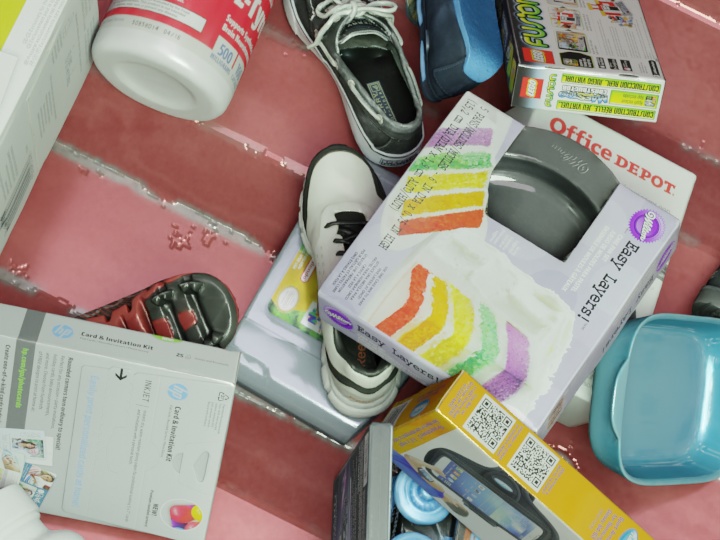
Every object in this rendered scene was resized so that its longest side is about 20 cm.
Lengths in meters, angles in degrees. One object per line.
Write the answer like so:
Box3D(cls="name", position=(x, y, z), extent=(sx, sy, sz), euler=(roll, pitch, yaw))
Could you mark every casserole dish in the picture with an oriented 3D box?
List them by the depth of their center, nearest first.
Box3D(cls="casserole dish", position=(0.220, 0.091, 1.531), extent=(0.039, 0.199, 0.122), euler=(6, 91, 37))

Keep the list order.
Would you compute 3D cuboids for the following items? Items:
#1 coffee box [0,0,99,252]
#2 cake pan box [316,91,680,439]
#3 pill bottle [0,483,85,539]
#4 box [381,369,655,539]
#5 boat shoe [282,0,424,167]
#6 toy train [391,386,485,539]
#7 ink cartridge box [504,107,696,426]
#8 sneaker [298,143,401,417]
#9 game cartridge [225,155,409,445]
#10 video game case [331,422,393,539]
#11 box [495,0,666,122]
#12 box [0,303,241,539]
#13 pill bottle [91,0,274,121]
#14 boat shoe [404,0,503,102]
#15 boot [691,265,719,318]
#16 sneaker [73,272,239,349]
Box3D(cls="coffee box", position=(-0.314, -0.148, 1.506), extent=(0.196, 0.200, 0.201), euler=(23, 73, 0))
Box3D(cls="cake pan box", position=(0.098, -0.003, 1.464), extent=(0.184, 0.052, 0.200), euler=(34, 70, 13))
Box3D(cls="pill bottle", position=(-0.206, 0.251, 1.449), extent=(0.116, 0.116, 0.200), euler=(-40, 81, -15))
Box3D(cls="box", position=(0.109, 0.156, 1.435), extent=(0.200, 0.119, 0.042), euler=(43, 64, -6))
Box3D(cls="boat shoe", position=(-0.005, -0.176, 1.610), extent=(0.073, 0.068, 0.201), euler=(-14, 66, -13))
Box3D(cls="toy train", position=(0.070, 0.173, 1.525), extent=(0.113, 0.087, 0.202), euler=(16, 70, -12))
Box3D(cls="ink cartridge box", position=(0.145, -0.008, 1.566), extent=(0.143, 0.084, 0.201), euler=(26, 71, -16))
Box3D(cls="sneaker", position=(0.000, 0.000, 1.531), extent=(0.073, 0.080, 0.202), euler=(-7, 74, -7))
Box3D(cls="game cartridge", position=(-0.004, 0.021, 1.582), extent=(0.133, 0.040, 0.201), euler=(30, 73, -2))
Box3D(cls="video game case", position=(-0.002, 0.194, 1.445), extent=(0.019, 0.200, 0.144), euler=(4, 74, -6))
Box3D(cls="box", position=(0.160, -0.177, 1.592), extent=(0.109, 0.035, 0.201), euler=(6, 31, -4))
Box3D(cls="box", position=(-0.192, 0.106, 1.476), extent=(0.198, 0.157, 0.041), euler=(12, 37, -2))
Box3D(cls="pill bottle", position=(-0.115, -0.224, 1.597), extent=(0.111, 0.112, 0.201), euler=(22, 73, 0))
Box3D(cls="boat shoe", position=(0.058, -0.210, 1.614), extent=(0.084, 0.068, 0.201), euler=(39, 33, -27))
Box3D(cls="boot", position=(0.367, -0.010, 1.625), extent=(0.164, 0.066, 0.201), euler=(34, 69, 1))
Box3D(cls="sneaker", position=(-0.173, 0.055, 1.535), extent=(0.199, 0.098, 0.071), euler=(-20, 89, 12))
